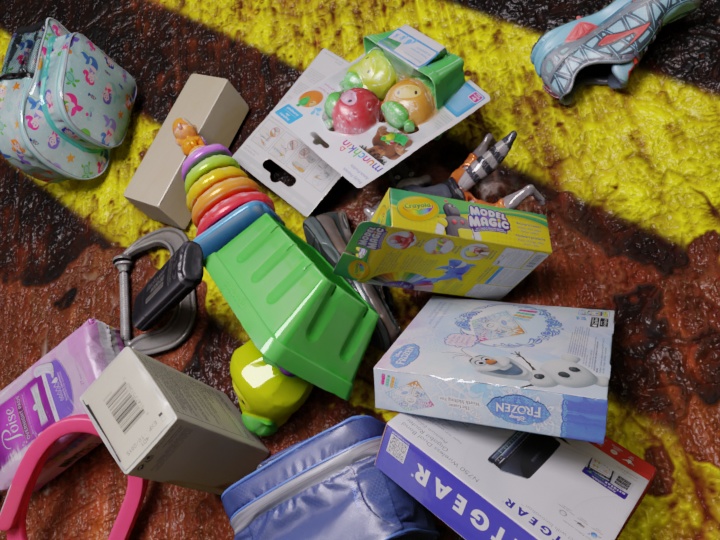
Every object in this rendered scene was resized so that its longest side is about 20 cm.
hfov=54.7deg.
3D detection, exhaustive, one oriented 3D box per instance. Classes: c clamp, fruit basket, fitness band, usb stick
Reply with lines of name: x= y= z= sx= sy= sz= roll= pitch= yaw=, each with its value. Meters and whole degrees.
c clamp: x=-0.293 y=0.041 z=0.919 sx=0.166 sy=0.027 sz=0.206 roll=-13 pitch=64 yaw=15
fruit basket: x=-0.094 y=0.075 z=0.748 sx=0.212 sy=0.154 sz=0.221 roll=-24 pitch=50 yaw=31
fruit basket: x=0.019 y=-0.196 z=0.796 sx=0.197 sy=0.095 sz=0.185 roll=-31 pitch=52 yaw=-21
fitness band: x=-0.321 y=0.262 z=0.785 sx=0.140 sy=0.037 sz=0.205 roll=24 pitch=91 yaw=-4
usb stick: x=-0.228 y=0.022 z=0.814 sx=0.199 sy=0.032 sz=0.057 roll=-32 pitch=50 yaw=52

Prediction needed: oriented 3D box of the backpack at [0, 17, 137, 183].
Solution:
backpack: x=-0.426 y=-0.232 z=1.005 sx=0.147 sy=0.177 sz=0.206 roll=5 pitch=72 yaw=27

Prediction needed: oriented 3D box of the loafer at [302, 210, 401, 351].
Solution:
loafer: x=0.000 y=0.000 z=0.807 sx=0.062 sy=0.073 sz=0.202 roll=-25 pitch=56 yaw=-16

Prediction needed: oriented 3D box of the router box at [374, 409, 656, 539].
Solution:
router box: x=0.141 y=0.176 z=0.620 sx=0.198 sy=0.178 sz=0.050 roll=32 pitch=121 yaw=27

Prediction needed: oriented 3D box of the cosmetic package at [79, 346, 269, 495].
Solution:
cosmetic package: x=-0.186 y=0.165 z=0.726 sx=0.071 sy=0.200 sz=0.105 roll=-45 pitch=59 yaw=-4

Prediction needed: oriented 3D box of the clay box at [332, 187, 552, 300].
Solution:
clay box: x=0.077 y=-0.024 z=0.701 sx=0.194 sy=0.115 sz=0.049 roll=9 pitch=60 yaw=-16

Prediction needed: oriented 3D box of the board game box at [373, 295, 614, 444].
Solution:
board game box: x=0.135 y=0.081 z=0.657 sx=0.193 sy=0.200 sz=0.045 roll=5 pitch=109 yaw=21

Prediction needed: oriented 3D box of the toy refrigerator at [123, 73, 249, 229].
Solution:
toy refrigerator: x=-0.238 y=-0.165 z=0.968 sx=0.074 sy=0.070 sz=0.204 roll=15 pitch=72 yaw=30

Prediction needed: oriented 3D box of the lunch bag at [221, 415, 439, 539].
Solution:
lunch bag: x=-0.038 y=0.233 z=0.678 sx=0.196 sy=0.136 sz=0.135 roll=-29 pitch=60 yaw=7

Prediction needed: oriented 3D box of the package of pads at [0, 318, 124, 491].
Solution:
package of pads: x=-0.365 y=0.166 z=0.853 sx=0.198 sy=0.075 sz=0.122 roll=-36 pitch=63 yaw=10

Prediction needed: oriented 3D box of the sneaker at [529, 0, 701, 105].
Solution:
sneaker: x=0.304 y=-0.258 z=0.812 sx=0.196 sy=0.079 sz=0.098 roll=-24 pitch=70 yaw=19

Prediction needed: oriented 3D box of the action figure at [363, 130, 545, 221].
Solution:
action figure: x=0.086 y=-0.100 z=0.800 sx=0.190 sy=0.105 sz=0.203 roll=-26 pitch=64 yaw=-4

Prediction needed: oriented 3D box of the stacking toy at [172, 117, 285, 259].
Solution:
stacking toy: x=-0.186 y=-0.113 z=0.877 sx=0.108 sy=0.116 sz=0.203 roll=-32 pitch=72 yaw=4

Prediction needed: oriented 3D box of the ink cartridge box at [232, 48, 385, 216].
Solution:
ink cartridge box: x=-0.050 y=-0.178 z=0.915 sx=0.161 sy=0.057 sz=0.202 roll=36 pitch=87 yaw=29
